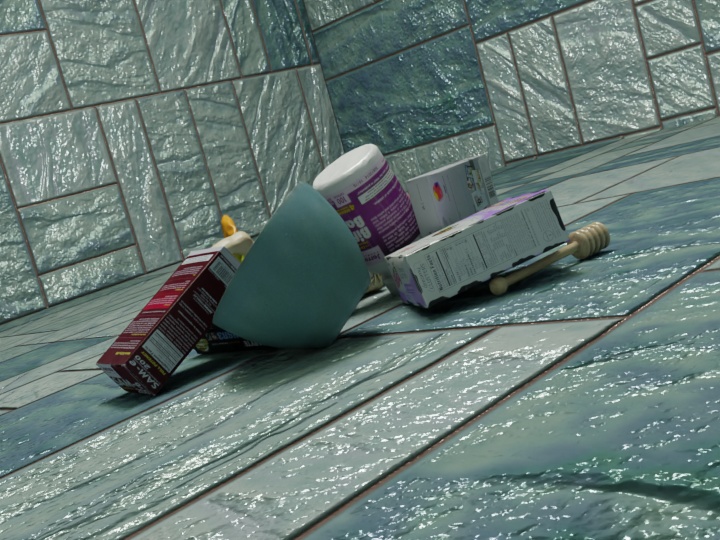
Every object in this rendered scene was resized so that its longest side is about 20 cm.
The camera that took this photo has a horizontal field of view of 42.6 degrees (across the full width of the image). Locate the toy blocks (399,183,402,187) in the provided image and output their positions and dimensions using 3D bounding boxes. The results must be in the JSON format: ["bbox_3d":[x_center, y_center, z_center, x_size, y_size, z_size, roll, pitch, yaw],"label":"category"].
[{"bbox_3d":[-0.019,-0.094,1.600,0.136,0.100,0.200,-32,9,30],"label":"toy blocks"}]

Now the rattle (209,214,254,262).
[{"bbox_3d":[-0.268,0.003,1.552,0.200,0.143,0.130,-45,-22,-5],"label":"rattle"}]

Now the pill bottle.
[{"bbox_3d":[0.026,-0.068,1.320,0.111,0.201,0.113,-30,18,11],"label":"pill bottle"}]

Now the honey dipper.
[{"bbox_3d":[0.236,-0.013,1.157,0.198,0.038,0.038,-23,10,-32],"label":"honey dipper"}]

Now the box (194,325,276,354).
[{"bbox_3d":[-0.125,0.037,1.305,0.197,0.050,0.200,-10,27,46],"label":"box"}]

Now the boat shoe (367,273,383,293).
[{"bbox_3d":[0.000,0.000,1.424,0.067,0.076,0.200,-12,13,17],"label":"boat shoe"}]

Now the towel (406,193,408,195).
[{"bbox_3d":[0.123,-0.081,1.520,0.198,0.023,0.144,25,19,25],"label":"towel"}]

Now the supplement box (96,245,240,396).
[{"bbox_3d":[-0.239,0.063,1.187,0.201,0.061,0.108,-52,24,-25],"label":"supplement box"}]

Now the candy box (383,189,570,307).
[{"bbox_3d":[0.142,-0.027,1.180,0.198,0.072,0.168,-25,4,-6],"label":"candy box"}]

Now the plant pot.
[{"bbox_3d":[-0.067,0.015,1.105,0.201,0.134,0.200,-57,0,-1],"label":"plant pot"}]

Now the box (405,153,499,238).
[{"bbox_3d":[0.149,-0.078,1.360,0.041,0.158,0.199,-13,8,33],"label":"box"}]
